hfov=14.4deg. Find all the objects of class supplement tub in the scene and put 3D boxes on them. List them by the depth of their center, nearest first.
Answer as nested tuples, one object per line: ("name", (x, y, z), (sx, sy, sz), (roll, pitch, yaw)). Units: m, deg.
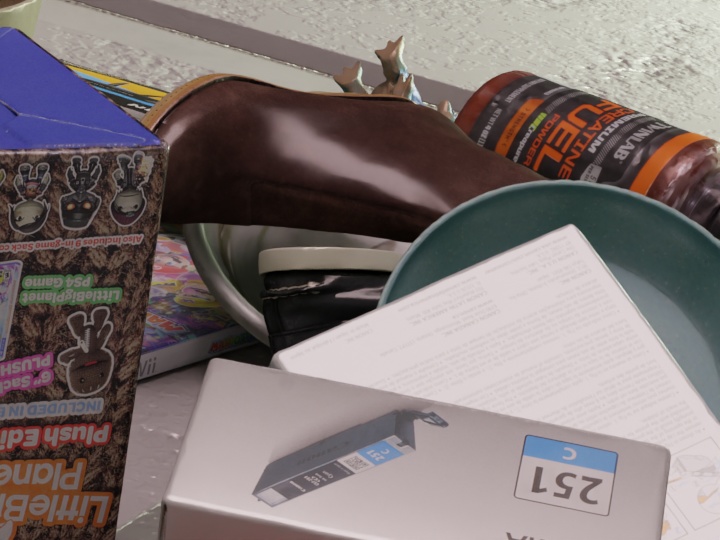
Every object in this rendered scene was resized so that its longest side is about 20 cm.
("supplement tub", (0.149, -0.039, 1.624), (0.200, 0.107, 0.107), (23, 24, 35))

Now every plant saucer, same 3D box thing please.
("plant saucer", (0.100, 0.053, 1.325), (0.200, 0.036, 0.200), (4, 64, -8))
("plant saucer", (0.000, 0.000, 1.483), (0.200, 0.050, 0.200), (11, 42, -11))

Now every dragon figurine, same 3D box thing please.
("dragon figurine", (0.031, -0.073, 1.700), (0.059, 0.099, 0.200), (-32, 24, 11))

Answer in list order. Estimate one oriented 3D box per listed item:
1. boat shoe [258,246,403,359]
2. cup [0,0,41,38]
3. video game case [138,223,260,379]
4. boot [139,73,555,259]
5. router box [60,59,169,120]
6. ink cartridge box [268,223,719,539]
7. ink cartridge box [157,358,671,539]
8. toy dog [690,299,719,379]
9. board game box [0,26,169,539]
("boat shoe", (0.046, 0.030, 1.390), (0.199, 0.066, 0.074), (7, -9, -21))
("cup", (-0.277, -0.096, 1.540), (0.200, 0.143, 0.200), (7, 18, -2))
("video game case", (-0.111, 0.010, 1.509), (0.143, 0.018, 0.200), (23, 25, 33))
("boot", (-0.004, -0.045, 1.401), (0.166, 0.072, 0.200), (22, 24, 32))
("router box", (-0.135, -0.080, 1.653), (0.200, 0.051, 0.149), (18, 9, 23))
("ink cartridge box", (0.074, 0.089, 1.240), (0.162, 0.057, 0.200), (-23, 63, -20))
("ink cartridge box", (0.017, 0.123, 1.134), (0.200, 0.045, 0.176), (11, 40, 4))
("toy dog", (0.240, 0.076, 1.415), (0.200, 0.096, 0.132), (14, 11, -33))
("board game box", (-0.169, 0.015, 1.203), (0.097, 0.200, 0.159), (-3, 24, -31))
